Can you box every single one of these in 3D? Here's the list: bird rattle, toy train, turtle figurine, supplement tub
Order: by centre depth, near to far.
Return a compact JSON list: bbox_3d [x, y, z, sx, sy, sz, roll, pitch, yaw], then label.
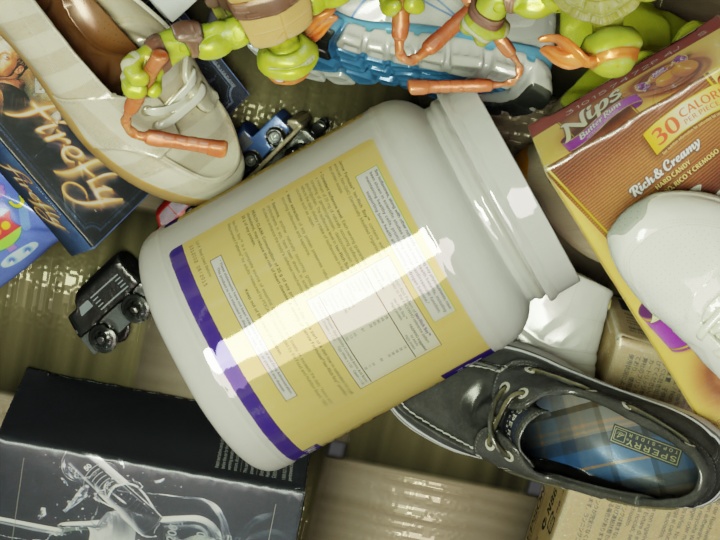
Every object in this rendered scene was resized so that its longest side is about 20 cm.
[{"bbox_3d":[0.104,-0.159,0.936,0.199,0.064,0.162,-8,90,22],"label":"turtle figurine"},{"bbox_3d":[-0.040,-0.151,0.971,0.199,0.065,0.162,-19,137,-3],"label":"turtle figurine"},{"bbox_3d":[0.000,0.000,1.030,0.200,0.145,0.146,-29,108,6],"label":"supplement tub"},{"bbox_3d":[0.179,-0.070,1.100,0.200,0.113,0.163,34,120,-25],"label":"bird rattle"},{"bbox_3d":[-0.097,-0.027,1.134,0.200,0.034,0.046,-42,93,15],"label":"toy train"}]

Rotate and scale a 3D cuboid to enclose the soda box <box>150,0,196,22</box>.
[{"bbox_3d":[-0.049,-0.224,1.023,0.200,0.068,0.064,-42,108,6],"label":"soda box"}]

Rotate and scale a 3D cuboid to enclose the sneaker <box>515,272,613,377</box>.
[{"bbox_3d":[0.046,0.020,1.137,0.199,0.074,0.116,16,88,9],"label":"sneaker"}]

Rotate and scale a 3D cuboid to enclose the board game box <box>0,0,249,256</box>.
[{"bbox_3d":[-0.170,-0.128,1.052,0.200,0.035,0.136,50,62,-16],"label":"board game box"}]

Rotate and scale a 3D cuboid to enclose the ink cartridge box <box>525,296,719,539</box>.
[{"bbox_3d":[0.197,0.132,1.166,0.164,0.075,0.201,14,109,-6],"label":"ink cartridge box"}]

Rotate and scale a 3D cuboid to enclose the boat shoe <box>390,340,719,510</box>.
[{"bbox_3d":[0.100,0.085,1.047,0.199,0.066,0.070,20,99,18],"label":"boat shoe"}]

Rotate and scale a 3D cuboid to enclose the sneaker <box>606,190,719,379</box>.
[{"bbox_3d":[0.206,0.033,0.980,0.200,0.080,0.070,38,112,-23],"label":"sneaker"}]

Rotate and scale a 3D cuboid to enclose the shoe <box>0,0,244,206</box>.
[{"bbox_3d":[-0.132,-0.108,1.021,0.200,0.053,0.070,44,64,-20],"label":"shoe"}]

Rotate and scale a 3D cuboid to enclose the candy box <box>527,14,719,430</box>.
[{"bbox_3d":[0.186,-0.019,1.024,0.116,0.057,0.200,-30,117,10],"label":"candy box"}]

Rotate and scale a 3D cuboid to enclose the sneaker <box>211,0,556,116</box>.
[{"bbox_3d":[0.016,-0.148,1.075,0.199,0.075,0.087,14,73,7],"label":"sneaker"}]

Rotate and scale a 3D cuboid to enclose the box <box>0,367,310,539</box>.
[{"bbox_3d":[-0.135,0.182,1.174,0.181,0.104,0.201,10,110,-2],"label":"box"}]

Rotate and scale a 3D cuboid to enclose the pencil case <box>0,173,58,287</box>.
[{"bbox_3d":[-0.242,-0.015,1.113,0.200,0.078,0.087,-36,134,13],"label":"pencil case"}]
